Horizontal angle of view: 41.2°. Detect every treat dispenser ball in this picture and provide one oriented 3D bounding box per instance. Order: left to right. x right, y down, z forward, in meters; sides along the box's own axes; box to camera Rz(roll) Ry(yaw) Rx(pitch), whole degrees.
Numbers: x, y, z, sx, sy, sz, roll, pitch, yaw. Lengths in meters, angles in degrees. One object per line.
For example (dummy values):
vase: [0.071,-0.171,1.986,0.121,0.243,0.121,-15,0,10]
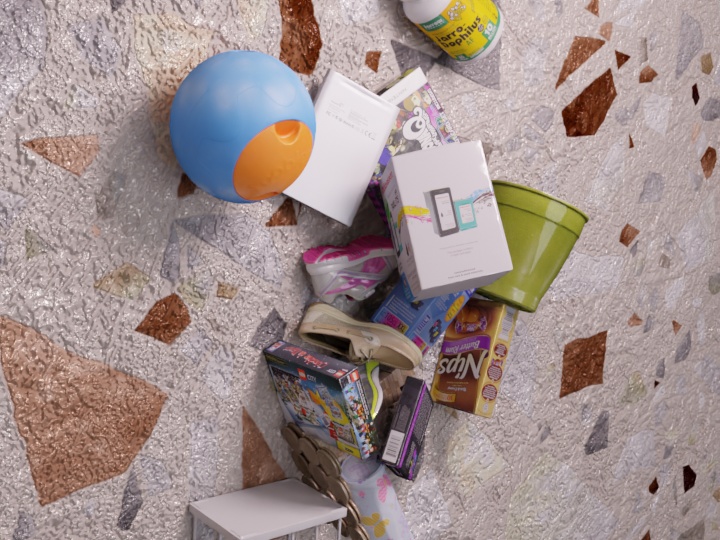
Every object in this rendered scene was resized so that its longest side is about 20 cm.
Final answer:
treat dispenser ball: [-0.158,-0.193,1.292,0.199,0.199,0.205,-8,102,-41]

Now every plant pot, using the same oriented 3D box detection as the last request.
plant pot: [0.287,-0.034,1.728,0.199,0.199,0.196,23,85,-41]

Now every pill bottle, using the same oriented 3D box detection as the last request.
pill bottle: [0.140,-0.439,1.584,0.199,0.112,0.115,30,77,-41]

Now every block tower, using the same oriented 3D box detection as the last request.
block tower: [0.008,0.215,1.603,0.199,0.054,0.059,-32,116,-34]

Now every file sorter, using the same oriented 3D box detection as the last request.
file sorter: [-0.142,0.412,1.443,0.198,0.138,0.127,-3,102,-42]

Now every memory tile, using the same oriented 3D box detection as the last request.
memory tile: [-0.053,0.337,1.501,0.017,0.152,0.203,-33,119,-26]

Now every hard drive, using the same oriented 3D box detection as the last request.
hard drive: [-0.034,-0.188,1.482,0.130,0.026,0.203,25,86,-21]

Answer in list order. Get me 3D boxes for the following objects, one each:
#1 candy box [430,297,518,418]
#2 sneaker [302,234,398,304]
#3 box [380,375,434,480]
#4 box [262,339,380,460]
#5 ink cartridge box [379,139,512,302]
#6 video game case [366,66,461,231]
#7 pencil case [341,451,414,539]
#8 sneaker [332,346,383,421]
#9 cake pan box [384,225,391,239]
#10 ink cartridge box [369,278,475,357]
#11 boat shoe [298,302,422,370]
candy box: [0.204,0.153,1.729,0.056,0.116,0.204,19,83,-43]
sneaker: [0.000,0.000,1.544,0.197,0.081,0.090,-11,111,-23]
box: [0.082,0.270,1.617,0.200,0.035,0.145,63,44,-68]
box: [-0.061,0.191,1.438,0.037,0.198,0.139,-29,116,-32]
ink cartridge box: [0.125,-0.072,1.457,0.143,0.147,0.204,-12,82,-8]
video game case: [0.071,-0.196,1.558,0.180,0.036,0.202,-36,108,-15]
pencil case: [0.029,0.402,1.632,0.091,0.082,0.203,-79,152,-64]
sneaker: [-0.012,0.186,1.520,0.079,0.202,0.075,13,126,-13]
cake pan box: [0.131,-0.103,1.669,0.198,0.052,0.188,0,98,-42]
ink cartridge box: [0.117,0.041,1.595,0.201,0.076,0.136,-53,155,-3]
boat shoe: [-0.001,0.118,1.500,0.073,0.197,0.066,110,4,-50]
